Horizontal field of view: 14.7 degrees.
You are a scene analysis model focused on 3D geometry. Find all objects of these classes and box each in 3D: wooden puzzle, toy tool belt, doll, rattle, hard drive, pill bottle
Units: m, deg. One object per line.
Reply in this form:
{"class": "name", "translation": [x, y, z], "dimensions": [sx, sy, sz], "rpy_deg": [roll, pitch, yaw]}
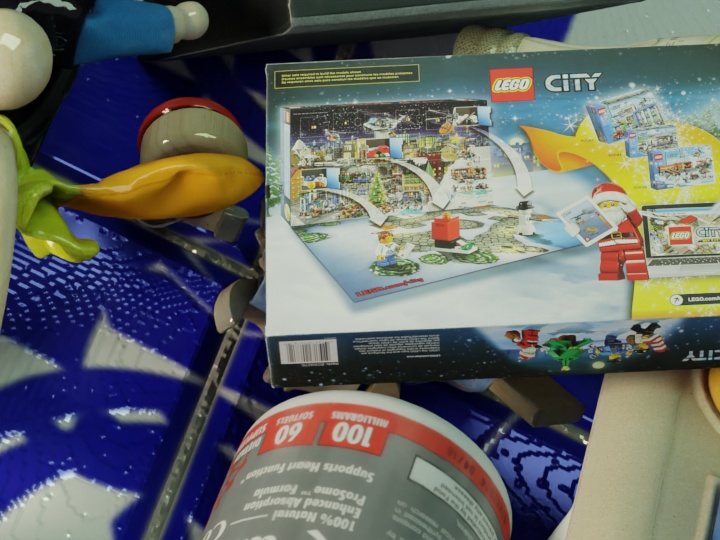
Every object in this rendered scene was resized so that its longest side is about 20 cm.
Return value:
{"class": "wooden puzzle", "translation": [0.186, 0.093, 1.075], "dimensions": [0.199, 0.046, 0.185], "rpy_deg": [25, 41, -5]}
{"class": "toy tool belt", "translation": [0.000, 0.000, 1.175], "dimensions": [0.199, 0.125, 0.123], "rpy_deg": [16, 40, -15]}
{"class": "doll", "translation": [-0.127, -0.124, 1.147], "dimensions": [0.136, 0.049, 0.200], "rpy_deg": [24, 30, -6]}
{"class": "rattle", "translation": [-0.121, 0.044, 1.081], "dimensions": [0.143, 0.130, 0.201], "rpy_deg": [19, 50, -30]}
{"class": "hard drive", "translation": [0.015, -0.125, 1.277], "dimensions": [0.199, 0.139, 0.033], "rpy_deg": [-8, 93, -32]}
{"class": "pill bottle", "translation": [-0.019, 0.151, 1.045], "dimensions": [0.116, 0.116, 0.200], "rpy_deg": [27, 46, -6]}

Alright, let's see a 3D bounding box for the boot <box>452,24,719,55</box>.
{"class": "boot", "translation": [0.118, -0.016, 1.268], "dimensions": [0.154, 0.201, 0.072], "rpy_deg": [6, 28, 32]}

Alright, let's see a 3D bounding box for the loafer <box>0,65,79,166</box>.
{"class": "loafer", "translation": [-0.147, -0.105, 1.214], "dimensions": [0.068, 0.070, 0.201], "rpy_deg": [28, 46, -16]}

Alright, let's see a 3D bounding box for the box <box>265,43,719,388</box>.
{"class": "box", "translation": [0.062, -0.023, 1.101], "dimensions": [0.199, 0.038, 0.137], "rpy_deg": [-2, 53, 2]}

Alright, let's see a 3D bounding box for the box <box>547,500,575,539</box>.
{"class": "box", "translation": [0.160, 0.170, 1.117], "dimensions": [0.199, 0.125, 0.098], "rpy_deg": [10, 49, -21]}
